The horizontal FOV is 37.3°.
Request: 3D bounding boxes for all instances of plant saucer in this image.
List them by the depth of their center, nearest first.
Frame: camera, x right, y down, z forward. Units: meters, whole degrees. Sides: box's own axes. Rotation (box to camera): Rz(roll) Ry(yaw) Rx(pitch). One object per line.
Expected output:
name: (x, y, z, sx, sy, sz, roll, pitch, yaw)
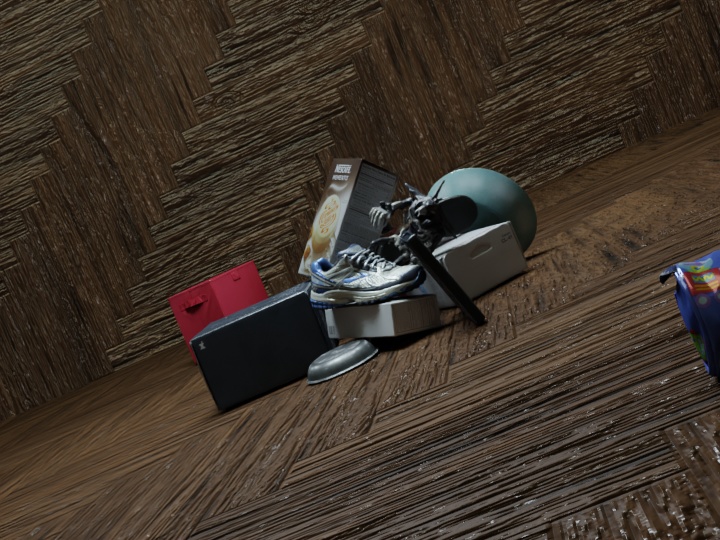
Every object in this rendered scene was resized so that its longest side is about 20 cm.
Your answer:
plant saucer: (0.201, -0.079, 1.827, 0.199, 0.202, 0.039, -21, 26, 31)

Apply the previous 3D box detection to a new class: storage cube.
storage cube: (-0.336, 0.103, 2.650, 0.169, 0.182, 0.199, -21, 4, 37)

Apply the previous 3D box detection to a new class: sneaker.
sneaker: (0.002, 0.004, 1.538, 0.197, 0.087, 0.077, -10, 4, 33)
sneaker: (0.094, -0.063, 1.783, 0.200, 0.068, 0.108, -32, 8, -19)

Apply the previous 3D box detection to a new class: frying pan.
frying pan: (-0.001, 0.114, 1.549, 0.189, 0.031, 0.114, -30, 8, -32)

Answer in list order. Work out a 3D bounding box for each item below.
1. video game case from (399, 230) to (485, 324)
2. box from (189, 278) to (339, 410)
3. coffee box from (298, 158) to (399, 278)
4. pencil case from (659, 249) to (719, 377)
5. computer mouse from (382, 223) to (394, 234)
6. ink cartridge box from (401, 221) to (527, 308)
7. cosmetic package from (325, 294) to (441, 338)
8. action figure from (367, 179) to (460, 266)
video game case: (0.109, 0.006, 1.468, 0.019, 0.143, 0.200, -41, 3, 1)
box: (-0.146, 0.113, 1.701, 0.197, 0.126, 0.197, -23, 2, 3)
coffee box: (-0.020, -0.075, 1.744, 0.079, 0.203, 0.114, 19, -4, -27)
pencil case: (0.307, 0.001, 0.722, 0.197, 0.079, 0.087, -22, 26, 8)
computer mouse: (0.000, 0.000, 1.851, 0.200, 0.053, 0.138, -49, -33, 4)
ink cartridge box: (0.152, -0.001, 1.724, 0.146, 0.087, 0.199, -27, 6, -23)
cosmetic package: (0.029, 0.068, 1.568, 0.081, 0.052, 0.199, -7, 0, -30)
action figure: (0.066, -0.049, 1.620, 0.201, 0.119, 0.102, -50, -10, 19)
